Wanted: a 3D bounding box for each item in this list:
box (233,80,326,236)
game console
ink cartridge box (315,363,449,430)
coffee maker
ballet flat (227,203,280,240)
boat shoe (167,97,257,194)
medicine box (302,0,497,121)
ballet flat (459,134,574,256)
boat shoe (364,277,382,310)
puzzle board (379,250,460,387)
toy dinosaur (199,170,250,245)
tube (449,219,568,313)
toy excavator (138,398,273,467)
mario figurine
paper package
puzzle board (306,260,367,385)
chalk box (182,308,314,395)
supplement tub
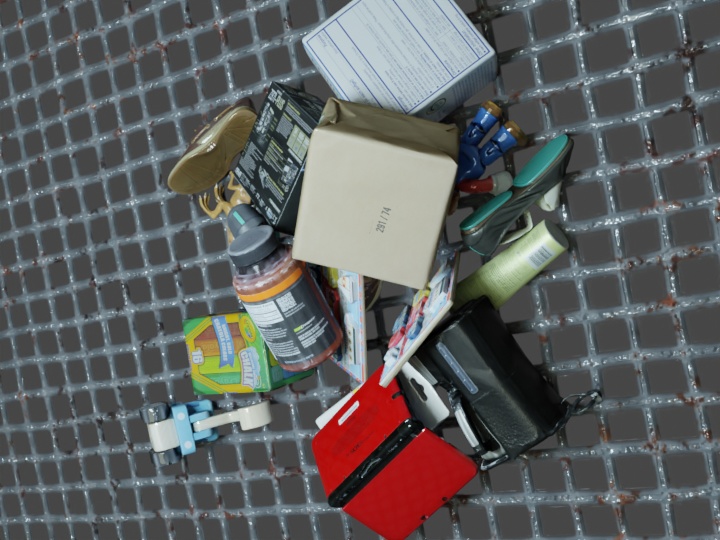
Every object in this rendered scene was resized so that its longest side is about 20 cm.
[{"bbox_3d":[-0.093,-0.162,1.252,0.200,0.086,0.164,49,119,51],"label":"box"},{"bbox_3d":[0.044,0.266,1.236,0.200,0.118,0.173,-49,42,26],"label":"game console"},{"bbox_3d":[0.043,0.214,1.281,0.200,0.067,0.117,-40,77,26],"label":"ink cartridge box"},{"bbox_3d":[0.188,0.138,1.162,0.192,0.135,0.200,-36,88,8],"label":"coffee maker"},{"bbox_3d":[-0.166,-0.062,1.294,0.073,0.200,0.073,0,82,1],"label":"ballet flat"},{"bbox_3d":[-0.241,-0.205,1.391,0.200,0.072,0.072,-43,39,24],"label":"boat shoe"},{"bbox_3d":[0.056,-0.290,1.171,0.200,0.103,0.182,-36,78,5],"label":"medicine box"},{"bbox_3d":[0.221,-0.095,1.150,0.200,0.068,0.068,-41,108,0],"label":"ballet flat"},{"bbox_3d":[0.000,0.000,1.264,0.072,0.072,0.200,43,120,17],"label":"boat shoe"},{"bbox_3d":[0.082,0.059,1.169,0.017,0.200,0.151,34,111,-4],"label":"puzzle board"},{"bbox_3d":[-0.205,-0.092,1.382,0.106,0.060,0.201,24,106,21],"label":"toy dinosaur"},{"bbox_3d":[0.200,0.007,1.194,0.200,0.052,0.058,-43,36,28],"label":"tube"},{"bbox_3d":[-0.259,0.253,1.428,0.194,0.199,0.100,162,93,-72],"label":"toy excavator"},{"bbox_3d":[0.139,-0.143,1.205,0.200,0.106,0.124,-44,41,13],"label":"mario figurine"},{"bbox_3d":[0.020,-0.096,1.100,0.190,0.104,0.201,13,125,0],"label":"paper package"},{"bbox_3d":[-0.039,0.054,1.264,0.151,0.017,0.201,33,132,51],"label":"puzzle board"},{"bbox_3d":[-0.158,0.120,1.336,0.199,0.124,0.125,-9,91,31],"label":"chalk box"},{"bbox_3d":[-0.109,0.037,1.196,0.107,0.107,0.201,-12,119,27],"label":"supplement tub"}]
